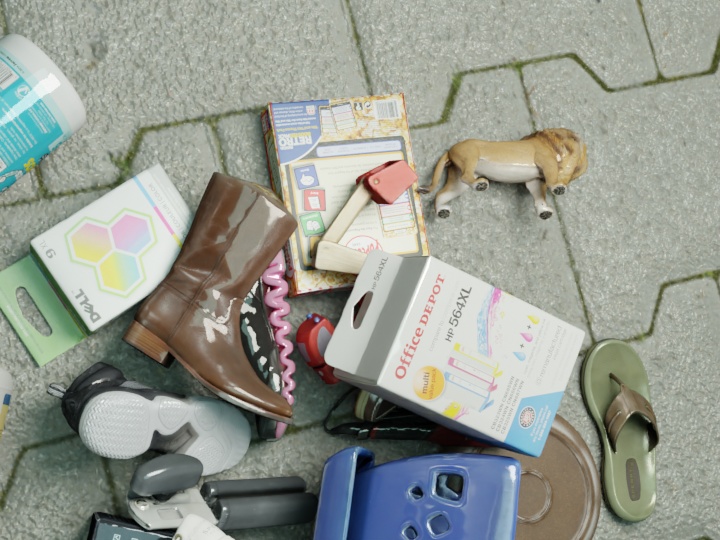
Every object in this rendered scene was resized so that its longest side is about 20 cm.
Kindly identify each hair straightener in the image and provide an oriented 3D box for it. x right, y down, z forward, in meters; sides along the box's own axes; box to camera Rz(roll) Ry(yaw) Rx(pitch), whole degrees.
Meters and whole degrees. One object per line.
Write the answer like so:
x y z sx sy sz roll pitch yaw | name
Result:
0.061 0.149 1.121 0.199 0.041 0.077 -3 41 -2 | hair straightener

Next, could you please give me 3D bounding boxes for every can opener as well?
-0.124 0.207 1.010 0.200 0.053 0.067 5 117 -38 | can opener

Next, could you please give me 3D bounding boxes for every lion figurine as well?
0.156 -0.115 1.173 0.199 0.073 0.123 6 46 -9 | lion figurine

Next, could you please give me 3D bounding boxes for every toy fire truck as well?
0.000 0.000 1.074 0.200 0.049 0.141 -41 104 -10 | toy fire truck

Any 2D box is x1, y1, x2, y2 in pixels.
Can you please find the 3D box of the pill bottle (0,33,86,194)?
-0.364 -0.121 1.006 0.200 0.111 0.111 -44 95 -17 | pill bottle

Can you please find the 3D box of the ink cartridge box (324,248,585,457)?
0.079 0.074 1.008 0.200 0.125 0.129 25 81 -18 | ink cartridge box

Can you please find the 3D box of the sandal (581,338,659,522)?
0.297 0.172 1.177 0.080 0.057 0.202 -8 84 -17 | sandal

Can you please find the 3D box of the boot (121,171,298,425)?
-0.100 0.022 1.017 0.186 0.064 0.200 31 79 -2 | boot

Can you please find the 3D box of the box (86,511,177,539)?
-0.168 0.319 0.995 0.199 0.107 0.149 17 77 -12 | box

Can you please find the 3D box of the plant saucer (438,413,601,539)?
0.172 0.239 1.146 0.199 0.032 0.201 3 80 -16 | plant saucer

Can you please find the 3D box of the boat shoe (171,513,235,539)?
-0.183 0.296 0.909 0.069 0.071 0.200 35 81 19 | boat shoe

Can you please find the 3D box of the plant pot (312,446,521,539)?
0.050 0.263 1.012 0.179 0.200 0.201 7 80 7 | plant pot

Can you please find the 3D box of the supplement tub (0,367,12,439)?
-0.393 0.172 0.933 0.144 0.145 0.201 13 78 -14 | supplement tub

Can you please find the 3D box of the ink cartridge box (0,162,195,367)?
-0.252 -0.006 1.046 0.200 0.059 0.104 -34 92 -18 | ink cartridge box

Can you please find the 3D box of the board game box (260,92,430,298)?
-0.015 -0.080 1.133 0.151 0.046 0.201 -7 83 -17 | board game box

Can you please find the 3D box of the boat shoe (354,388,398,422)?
0.077 0.092 1.102 0.072 0.072 0.200 37 57 22 | boat shoe

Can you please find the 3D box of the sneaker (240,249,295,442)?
-0.114 0.071 1.070 0.095 0.079 0.201 -5 81 -10 | sneaker

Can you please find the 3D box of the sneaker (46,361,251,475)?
-0.201 0.136 1.031 0.200 0.114 0.076 20 92 -48 | sneaker
